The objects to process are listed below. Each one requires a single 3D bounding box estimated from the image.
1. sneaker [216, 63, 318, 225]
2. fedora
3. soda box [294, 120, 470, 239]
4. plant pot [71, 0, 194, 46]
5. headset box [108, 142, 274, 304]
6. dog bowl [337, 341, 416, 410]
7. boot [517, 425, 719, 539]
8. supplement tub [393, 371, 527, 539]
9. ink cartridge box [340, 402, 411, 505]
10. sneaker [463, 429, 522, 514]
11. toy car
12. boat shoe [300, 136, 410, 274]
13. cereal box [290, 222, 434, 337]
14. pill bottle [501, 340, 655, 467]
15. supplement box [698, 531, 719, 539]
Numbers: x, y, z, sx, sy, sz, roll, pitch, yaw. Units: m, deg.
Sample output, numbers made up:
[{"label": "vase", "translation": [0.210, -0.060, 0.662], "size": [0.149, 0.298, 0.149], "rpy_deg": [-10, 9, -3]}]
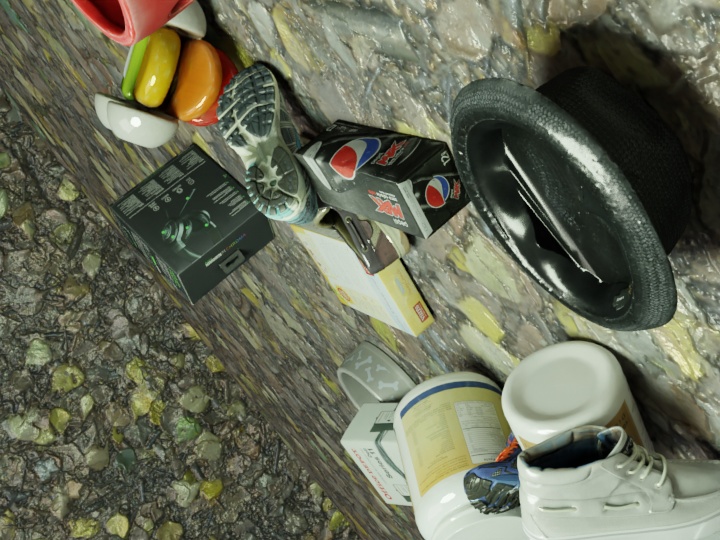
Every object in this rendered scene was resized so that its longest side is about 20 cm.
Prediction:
[{"label": "sneaker", "translation": [-0.099, -0.135, 1.076], "size": [0.086, 0.077, 0.201], "rpy_deg": [33, -143, -60]}, {"label": "fedora", "translation": [0.151, -0.059, 0.637], "size": [0.201, 0.092, 0.201], "rpy_deg": [44, 162, 18]}, {"label": "soda box", "translation": [0.017, -0.094, 0.956], "size": [0.200, 0.063, 0.071], "rpy_deg": [23, 149, 55]}, {"label": "plant pot", "translation": [-0.174, -0.311, 0.772], "size": [0.200, 0.182, 0.201], "rpy_deg": [43, 162, 18]}, {"label": "headset box", "translation": [-0.258, -0.072, 1.517], "size": [0.200, 0.174, 0.093], "rpy_deg": [40, 160, 26]}, {"label": "dog bowl", "translation": [0.040, 0.206, 1.550], "size": [0.200, 0.059, 0.200], "rpy_deg": [45, 163, 18]}, {"label": "boot", "translation": [0.231, 0.174, 0.814], "size": [0.074, 0.199, 0.096], "rpy_deg": [-103, 0, -62]}, {"label": "supplement tub", "translation": [0.124, 0.235, 1.129], "size": [0.145, 0.144, 0.200], "rpy_deg": [67, -174, -45]}, {"label": "ink cartridge box", "translation": [0.089, 0.268, 1.405], "size": [0.200, 0.083, 0.147], "rpy_deg": [-9, 124, 47]}, {"label": "sneaker", "translation": [0.172, 0.202, 1.026], "size": [0.075, 0.199, 0.079], "rpy_deg": [-43, 63, 35]}, {"label": "toy car", "translation": [-0.218, -0.231, 1.147], "size": [0.149, 0.176, 0.200], "rpy_deg": [14, -171, -27]}, {"label": "boat shoe", "translation": [-0.029, -0.075, 1.108], "size": [0.200, 0.065, 0.072], "rpy_deg": [45, 164, 18]}, {"label": "cereal box", "translation": [0.000, 0.000, 1.241], "size": [0.200, 0.039, 0.144], "rpy_deg": [21, 147, 58]}, {"label": "pill bottle", "translation": [0.219, 0.174, 0.924], "size": [0.114, 0.114, 0.200], "rpy_deg": [26, 151, 53]}, {"label": "supplement box", "translation": [0.344, 0.272, 0.838], "size": [0.104, 0.101, 0.200], "rpy_deg": [53, 163, -13]}]
